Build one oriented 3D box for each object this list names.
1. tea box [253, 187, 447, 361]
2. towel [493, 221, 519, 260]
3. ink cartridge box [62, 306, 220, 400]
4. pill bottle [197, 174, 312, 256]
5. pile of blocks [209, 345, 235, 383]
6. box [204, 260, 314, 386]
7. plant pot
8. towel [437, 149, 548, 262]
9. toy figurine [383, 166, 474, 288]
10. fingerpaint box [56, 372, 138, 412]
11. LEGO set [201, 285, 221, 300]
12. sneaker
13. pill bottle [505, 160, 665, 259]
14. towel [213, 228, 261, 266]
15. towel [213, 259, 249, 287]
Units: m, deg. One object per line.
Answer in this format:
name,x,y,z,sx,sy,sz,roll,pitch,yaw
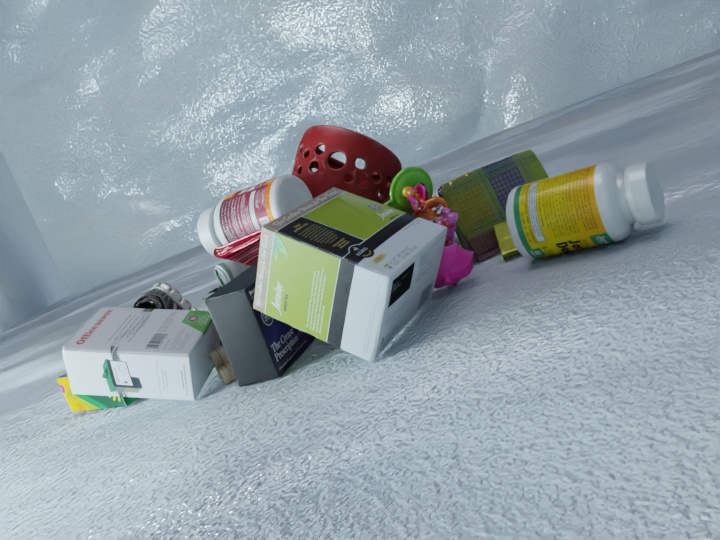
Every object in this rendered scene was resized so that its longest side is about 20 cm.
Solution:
tea box,-0.013,-0.005,1.013,0.195,0.135,0.200,23,31,20
towel,0.314,-0.077,1.146,0.198,0.018,0.086,-20,36,14
ink cartridge box,-0.336,0.126,1.128,0.198,0.085,0.146,2,24,7
pill bottle,-0.184,-0.089,1.255,0.199,0.110,0.109,-14,14,34
pile of blocks,-0.182,0.111,1.175,0.081,0.063,0.200,-19,13,17
box,-0.138,0.065,1.107,0.078,0.142,0.200,-17,13,23
plant pot,-0.040,-0.146,1.355,0.199,0.184,0.200,17,-10,3
towel,0.238,-0.113,1.223,0.199,0.145,0.023,-25,-7,-14
toy figurine,0.113,-0.053,1.145,0.149,0.202,0.184,6,12,-28
fingerpaint box,-0.405,0.170,1.291,0.166,0.074,0.200,-12,15,36
LEGO set,-0.208,0.023,1.437,0.153,0.117,0.200,-21,7,23
sneaker,-0.312,0.100,1.232,0.087,0.199,0.074,-32,-27,-50
pill bottle,0.319,-0.088,1.027,0.199,0.114,0.113,-14,14,35
towel,-0.133,-0.028,1.225,0.144,0.023,0.199,-19,-22,30
towel,-0.157,0.017,1.335,0.199,0.150,0.031,-31,3,-39
